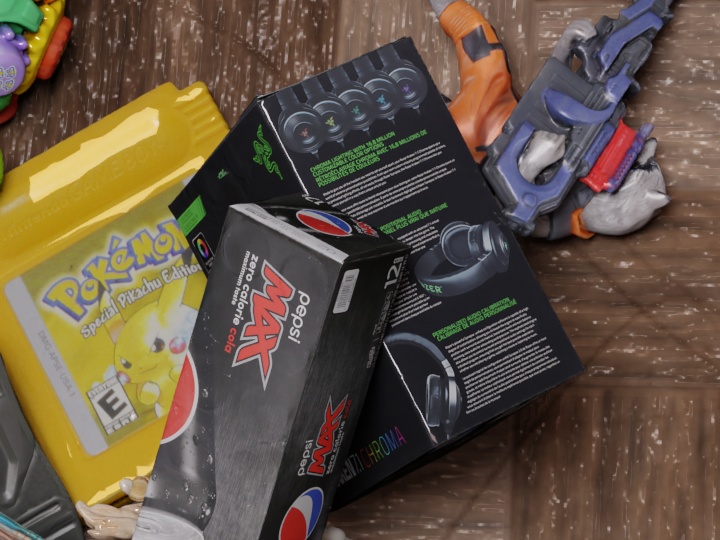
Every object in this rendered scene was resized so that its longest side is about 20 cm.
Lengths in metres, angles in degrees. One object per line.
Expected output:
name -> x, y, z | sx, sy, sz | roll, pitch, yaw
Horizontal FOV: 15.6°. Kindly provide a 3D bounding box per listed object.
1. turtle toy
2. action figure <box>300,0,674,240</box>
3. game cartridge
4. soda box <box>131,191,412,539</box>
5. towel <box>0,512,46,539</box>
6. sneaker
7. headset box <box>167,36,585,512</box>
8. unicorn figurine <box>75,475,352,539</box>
turtle toy -> -0.220, -0.121, 1.457 | 0.101, 0.146, 0.201 | 24, 77, -5
action figure -> 0.091, -0.092, 1.422 | 0.193, 0.105, 0.200 | 37, 58, 12
game cartridge -> -0.121, 0.012, 1.445 | 0.176, 0.032, 0.200 | -30, 71, 1
soda box -> -0.045, 0.069, 1.220 | 0.071, 0.063, 0.201 | 26, 110, 26
towel -> -0.167, 0.186, 1.317 | 0.146, 0.200, 0.022 | 28, 56, 18
sneaker -> -0.209, 0.113, 1.414 | 0.076, 0.114, 0.200 | -25, 100, -18
headset box -> 0.000, 0.000, 1.319 | 0.093, 0.174, 0.201 | -24, 84, -23
unicorn figurine -> -0.039, 0.153, 1.348 | 0.200, 0.137, 0.074 | 31, 91, 32
